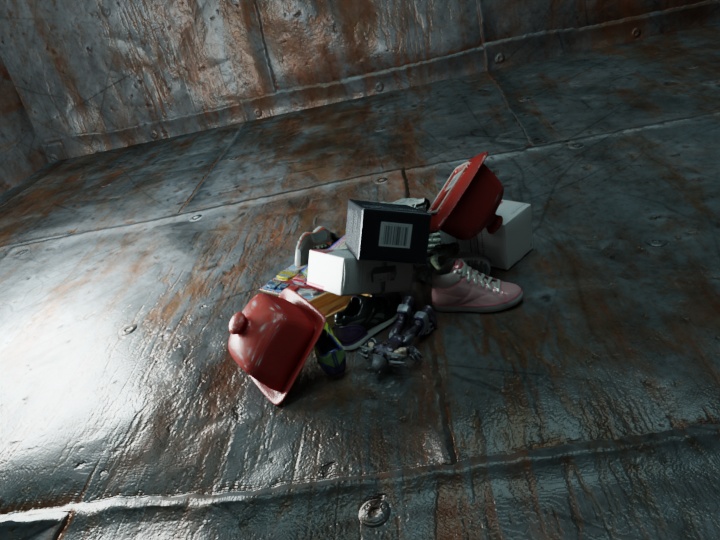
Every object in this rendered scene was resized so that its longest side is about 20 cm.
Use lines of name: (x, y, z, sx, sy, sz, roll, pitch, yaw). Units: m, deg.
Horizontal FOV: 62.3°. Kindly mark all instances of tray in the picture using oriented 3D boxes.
tray: (-0.077, 0.093, 1.366, 0.197, 0.038, 0.098, -24, 30, -20)

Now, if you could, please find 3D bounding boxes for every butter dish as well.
butter dish: (0.246, -0.137, 1.308, 0.201, 0.146, 0.200, -57, 4, 1)
butter dish: (-0.193, 0.126, 1.173, 0.199, 0.147, 0.202, 31, 91, 52)

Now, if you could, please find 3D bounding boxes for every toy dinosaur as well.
toy dinosaur: (0.158, -0.025, 1.280, 0.087, 0.048, 0.200, -21, 7, 27)

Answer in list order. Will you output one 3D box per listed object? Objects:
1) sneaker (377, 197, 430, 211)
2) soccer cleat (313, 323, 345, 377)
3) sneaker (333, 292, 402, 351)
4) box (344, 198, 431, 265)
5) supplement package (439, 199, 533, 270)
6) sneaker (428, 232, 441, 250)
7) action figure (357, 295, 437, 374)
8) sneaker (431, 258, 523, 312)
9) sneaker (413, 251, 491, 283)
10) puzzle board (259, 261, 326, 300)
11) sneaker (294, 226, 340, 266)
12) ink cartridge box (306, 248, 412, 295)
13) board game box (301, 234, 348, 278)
sneaker: (0.109, -0.155, 1.549, 0.114, 0.077, 0.199, -8, 14, 47)
soccer cleat: (-0.083, 0.129, 1.224, 0.064, 0.085, 0.201, -21, 41, -15)
sneaker: (0.021, 0.084, 1.284, 0.075, 0.089, 0.199, 12, 37, 39)
box: (0.053, -0.087, 1.286, 0.145, 0.110, 0.200, 4, 11, -10)
supplement package: (0.304, -0.100, 1.454, 0.120, 0.122, 0.198, -33, 34, -34)
sneaker: (0.134, -0.073, 1.498, 0.098, 0.071, 0.199, -10, -4, 34)
action figure: (0.078, 0.140, 1.187, 0.128, 0.070, 0.200, 16, 43, 31)
sneaker: (0.244, 0.027, 1.271, 0.196, 0.107, 0.076, -4, 26, 16)
sneaker: (0.215, -0.010, 1.406, 0.196, 0.076, 0.082, 8, 18, 25)
puzzle board: (-0.144, 0.024, 1.538, 0.197, 0.018, 0.150, 10, 37, 36)
sneaker: (-0.112, -0.065, 1.618, 0.080, 0.078, 0.200, 16, 31, 16)
ink cartridge box: (0.000, 0.000, 1.335, 0.197, 0.087, 0.144, 0, 9, -38)
board game box: (-0.051, -0.043, 1.473, 0.199, 0.029, 0.134, -40, 17, -9)
